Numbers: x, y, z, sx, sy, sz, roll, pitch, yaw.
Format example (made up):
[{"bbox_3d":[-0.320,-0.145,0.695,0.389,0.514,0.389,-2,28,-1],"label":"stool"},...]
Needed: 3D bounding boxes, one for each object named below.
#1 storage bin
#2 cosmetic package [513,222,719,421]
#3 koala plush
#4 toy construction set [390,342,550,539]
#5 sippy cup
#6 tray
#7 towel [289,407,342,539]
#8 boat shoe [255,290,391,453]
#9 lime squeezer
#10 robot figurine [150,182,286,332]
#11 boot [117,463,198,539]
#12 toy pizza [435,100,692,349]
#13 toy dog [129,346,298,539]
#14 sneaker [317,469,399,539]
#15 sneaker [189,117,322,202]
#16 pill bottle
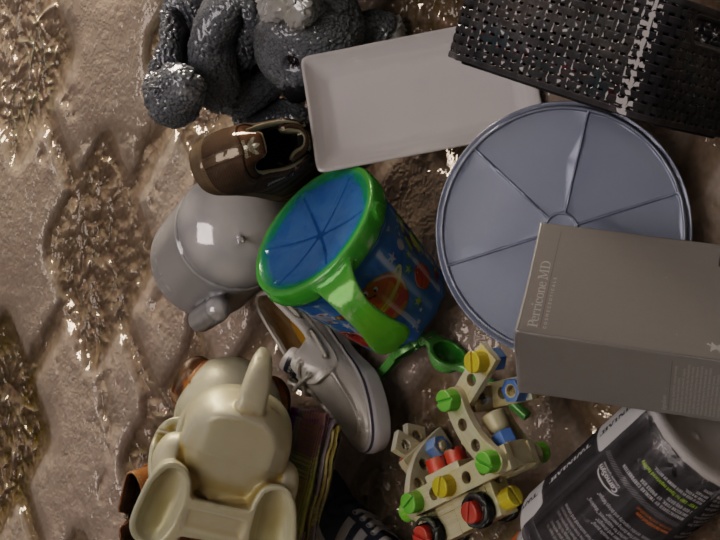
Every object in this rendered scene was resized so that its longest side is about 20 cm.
[{"bbox_3d":[0.184,-0.177,1.170,0.199,0.135,0.094,25,104,40],"label":"storage bin"},{"bbox_3d":[0.216,0.039,1.090,0.199,0.090,0.107,8,54,11],"label":"cosmetic package"},{"bbox_3d":[-0.074,-0.218,1.389,0.199,0.177,0.185,-9,72,45],"label":"koala plush"},{"bbox_3d":[0.079,0.153,1.246,0.200,0.092,0.132,-45,60,56],"label":"toy construction set"},{"bbox_3d":[0.000,0.000,1.318,0.139,0.130,0.179,-15,46,41],"label":"sippy cup"},{"bbox_3d":[0.053,-0.150,1.303,0.199,0.022,0.108,-10,75,6],"label":"tray"},{"bbox_3d":[-0.066,0.197,1.385,0.200,0.023,0.145,174,110,-72],"label":"towel"},{"bbox_3d":[-0.040,0.088,1.388,0.201,0.069,0.071,61,142,33],"label":"boat shoe"},{"bbox_3d":[0.062,0.088,1.336,0.199,0.038,0.071,3,90,41],"label":"lime squeezer"},{"bbox_3d":[-0.132,-0.024,1.441,0.200,0.112,0.171,140,138,-60],"label":"robot figurine"},{"bbox_3d":[-0.170,0.188,1.461,0.076,0.155,0.201,0,88,42],"label":"boot"},{"bbox_3d":[0.158,-0.031,1.185,0.199,0.032,0.202,0,88,13],"label":"toy pizza"},{"bbox_3d":[-0.124,0.143,1.332,0.200,0.139,0.195,-106,21,-74],"label":"toy dog"},{"bbox_3d":[0.020,0.247,1.347,0.108,0.070,0.201,-35,57,24],"label":"sneaker"},{"bbox_3d":[-0.063,-0.099,1.328,0.075,0.200,0.071,-15,91,32],"label":"sneaker"},{"bbox_3d":[0.195,0.183,1.164,0.200,0.106,0.106,-48,59,29],"label":"pill bottle"}]
